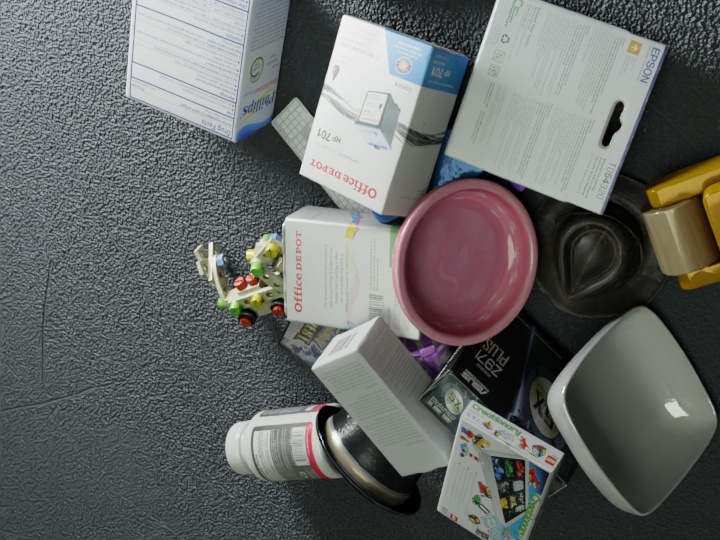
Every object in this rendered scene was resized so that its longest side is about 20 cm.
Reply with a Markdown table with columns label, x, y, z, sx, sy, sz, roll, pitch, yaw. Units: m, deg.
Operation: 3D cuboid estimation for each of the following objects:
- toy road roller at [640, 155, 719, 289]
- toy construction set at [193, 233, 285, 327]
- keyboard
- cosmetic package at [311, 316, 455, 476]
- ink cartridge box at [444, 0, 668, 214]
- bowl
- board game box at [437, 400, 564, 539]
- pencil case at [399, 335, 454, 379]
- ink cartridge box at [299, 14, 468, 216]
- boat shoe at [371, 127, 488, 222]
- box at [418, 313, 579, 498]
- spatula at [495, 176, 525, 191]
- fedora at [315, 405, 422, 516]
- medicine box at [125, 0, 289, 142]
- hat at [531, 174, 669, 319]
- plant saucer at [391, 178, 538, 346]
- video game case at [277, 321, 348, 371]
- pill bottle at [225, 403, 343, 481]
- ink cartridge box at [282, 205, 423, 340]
| label | x | y | z | sx | sy | sz | roll | pitch | yaw |
| --- | --- | --- | --- | --- | --- | --- | --- | --- | --- |
| toy road roller | 0.403 | -0.049 | 1.010 | 0.197 | 0.146 | 0.125 | -19 | 104 | 27 |
| toy construction set | -0.160 | 0.009 | 1.384 | 0.197 | 0.093 | 0.132 | -5 | 136 | 38 |
| keyboard | -0.042 | -0.141 | 1.297 | 0.056 | 0.011 | 0.201 | -37 | 93 | 36 |
| cosmetic package | 0.041 | 0.167 | 1.240 | 0.101 | 0.071 | 0.201 | -25 | 108 | 46 |
| ink cartridge box | 0.218 | -0.191 | 1.078 | 0.197 | 0.043 | 0.200 | 23 | 104 | 11 |
| bowl | 0.320 | 0.169 | 1.156 | 0.202 | 0.199 | 0.074 | 56 | 152 | -8 |
| board game box | 0.167 | 0.263 | 1.167 | 0.125 | 0.035 | 0.202 | 29 | 137 | 21 |
| pencil case | 0.110 | 0.173 | 1.308 | 0.083 | 0.086 | 0.203 | -21 | 113 | 5 |
| ink cartridge box | 0.026 | -0.185 | 1.144 | 0.145 | 0.085 | 0.204 | 27 | 107 | 33 |
| boat shoe | 0.094 | -0.131 | 1.195 | 0.198 | 0.068 | 0.085 | -23 | 92 | 31 |
| box | 0.199 | 0.167 | 1.215 | 0.200 | 0.164 | 0.086 | 44 | 138 | 3 |
| spatula | 0.160 | -0.091 | 1.204 | 0.056 | 0.021 | 0.200 | 36 | 129 | -5 |
| fedora | 0.032 | 0.246 | 1.347 | 0.200 | 0.200 | 0.092 | 43 | 106 | 3 |
| medicine box | -0.202 | -0.301 | 1.248 | 0.180 | 0.103 | 0.203 | 23 | 123 | 16 |
| hat | 0.280 | -0.014 | 1.141 | 0.197 | 0.081 | 0.204 | 12 | 119 | 22 |
| plant saucer | 0.123 | -0.012 | 1.160 | 0.051 | 0.198 | 0.204 | 24 | 134 | 64 |
| video game case | -0.013 | 0.089 | 1.384 | 0.179 | 0.025 | 0.202 | 35 | 125 | 9 |
| pill bottle | -0.111 | 0.269 | 1.472 | 0.197 | 0.111 | 0.113 | -10 | 109 | 32 |
| ink cartridge box | 0.000 | 0.000 | 1.273 | 0.196 | 0.087 | 0.148 | 6 | 108 | 19 |
